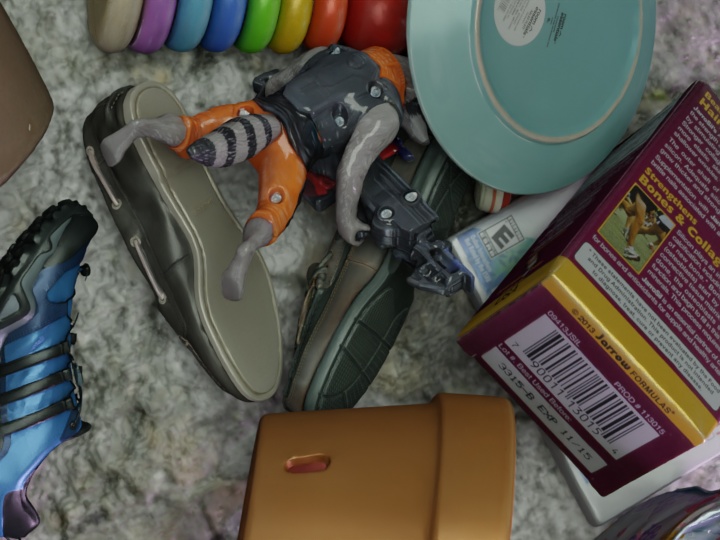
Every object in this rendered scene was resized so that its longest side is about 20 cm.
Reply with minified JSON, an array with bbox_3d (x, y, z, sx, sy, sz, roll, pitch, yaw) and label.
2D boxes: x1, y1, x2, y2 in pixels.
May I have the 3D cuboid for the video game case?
[{"bbox_3d":[0.174,0.027,1.363,0.181,0.022,0.201,-29,91,-13],"label":"video game case"}]

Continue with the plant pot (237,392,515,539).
[{"bbox_3d":[0.000,0.159,1.230,0.139,0.200,0.202,11,82,-3],"label":"plant pot"}]

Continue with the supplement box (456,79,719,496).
[{"bbox_3d":[0.169,0.008,1.263,0.131,0.103,0.200,46,51,-4],"label":"supplement box"}]

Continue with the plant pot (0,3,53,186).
[{"bbox_3d":[-0.268,-0.117,1.215,0.200,0.200,0.175,-47,114,-12],"label":"plant pot"}]

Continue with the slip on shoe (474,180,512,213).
[{"bbox_3d":[0.124,-0.122,1.340,0.061,0.074,0.201,27,74,3],"label":"slip on shoe"}]

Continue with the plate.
[{"bbox_3d":[0.110,-0.143,1.273,0.199,0.025,0.202,-8,103,-38],"label":"plate"}]

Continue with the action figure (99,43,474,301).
[{"bbox_3d":[-0.018,-0.062,1.241,0.200,0.105,0.193,39,53,24],"label":"action figure"}]

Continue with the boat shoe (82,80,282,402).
[{"bbox_3d":[-0.105,-0.014,1.297,0.067,0.057,0.201,-26,95,-49],"label":"boat shoe"}]

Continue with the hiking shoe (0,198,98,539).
[{"bbox_3d":[-0.190,0.058,1.264,0.086,0.074,0.201,25,90,-16],"label":"hiking shoe"}]

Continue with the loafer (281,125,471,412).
[{"bbox_3d":[0.000,0.000,1.315,0.063,0.072,0.201,22,75,25],"label":"loafer"}]

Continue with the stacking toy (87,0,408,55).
[{"bbox_3d":[-0.059,-0.163,1.309,0.198,0.085,0.086,5,84,-19],"label":"stacking toy"}]

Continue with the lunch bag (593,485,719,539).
[{"bbox_3d":[0.183,0.224,1.270,0.126,0.170,0.201,21,80,-8],"label":"lunch bag"}]
